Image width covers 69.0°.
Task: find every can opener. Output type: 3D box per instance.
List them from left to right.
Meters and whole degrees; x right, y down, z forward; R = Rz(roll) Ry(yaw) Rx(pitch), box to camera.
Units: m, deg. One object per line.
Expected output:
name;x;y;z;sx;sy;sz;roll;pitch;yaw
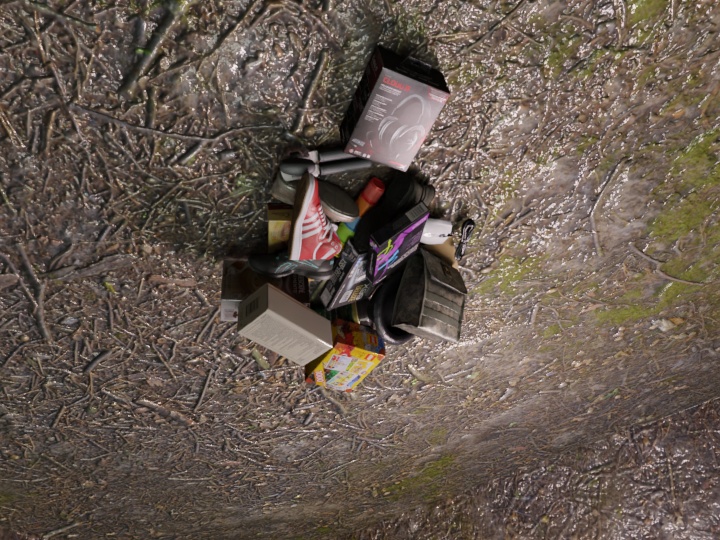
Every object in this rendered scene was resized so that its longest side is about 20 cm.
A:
can opener;-0.067;-0.212;1.045;0.192;0.067;0.054;-13;127;-14

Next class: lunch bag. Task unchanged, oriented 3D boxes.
lunch bag;0.179;0.059;1.295;0.161;0.208;0.115;24;162;-38

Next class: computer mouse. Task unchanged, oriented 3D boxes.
computer mouse;0.181;-0.089;1.251;0.192;0.045;0.112;12;126;-17

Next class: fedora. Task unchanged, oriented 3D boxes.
fedora;0.083;0.090;1.348;0.090;0.207;0.198;7;162;47

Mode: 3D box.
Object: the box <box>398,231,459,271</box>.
box;0.179;-0.008;1.378;0.157;0.022;0.203;-17;138;4

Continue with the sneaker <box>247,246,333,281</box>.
sneaker;-0.151;-0.031;1.158;0.192;0.076;0.082;3;116;-16

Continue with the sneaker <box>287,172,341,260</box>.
sneaker;-0.081;-0.103;1.059;0.108;0.073;0.204;4;133;-16

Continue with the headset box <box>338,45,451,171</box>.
headset box;0.064;-0.303;0.976;0.144;0.079;0.202;11;136;-25

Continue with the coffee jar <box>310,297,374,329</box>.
coffee jar;-0.056;0.132;1.410;0.192;0.088;0.105;-14;151;9

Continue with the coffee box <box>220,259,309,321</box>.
coffee box;-0.216;0.049;1.187;0.192;0.117;0.081;3;139;-15

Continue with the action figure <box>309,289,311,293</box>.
action figure;-0.212;0.081;1.295;0.188;0.200;0.108;-25;99;4

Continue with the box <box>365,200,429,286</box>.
box;0.078;-0.054;1.158;0.141;0.036;0.202;-36;162;-17

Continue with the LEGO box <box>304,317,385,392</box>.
LEGO box;-0.045;0.229;1.391;0.144;0.079;0.201;18;134;-24

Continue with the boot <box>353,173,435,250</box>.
boot;0.082;-0.114;1.160;0.201;0.068;0.129;-50;148;19

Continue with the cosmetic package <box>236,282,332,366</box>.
cosmetic package;-0.161;0.121;1.134;0.102;0.075;0.198;-32;134;24

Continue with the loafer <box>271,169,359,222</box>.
loafer;-0.096;-0.150;1.114;0.195;0.074;0.063;23;138;-22

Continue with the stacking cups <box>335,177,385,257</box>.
stacking cups;-0.008;-0.122;1.184;0.059;0.062;0.202;16;127;-29

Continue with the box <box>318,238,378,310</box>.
box;0.000;0.000;1.274;0.154;0.050;0.202;-14;147;-41

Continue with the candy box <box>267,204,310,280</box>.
candy box;-0.157;-0.059;1.206;0.110;0.057;0.204;-2;139;-11
